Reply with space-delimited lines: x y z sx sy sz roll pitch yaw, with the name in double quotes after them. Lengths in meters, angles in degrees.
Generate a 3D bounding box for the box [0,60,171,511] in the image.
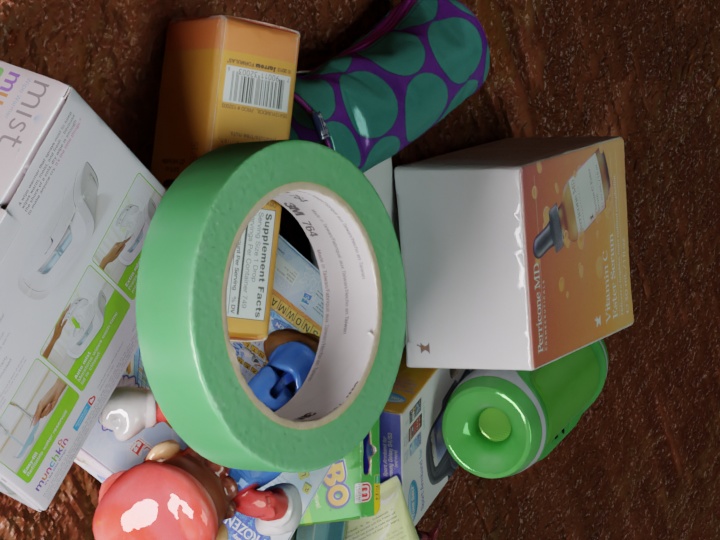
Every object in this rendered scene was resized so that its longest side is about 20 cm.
-0.206 0.008 1.352 0.201 0.096 0.177 -62 147 -14 "box"

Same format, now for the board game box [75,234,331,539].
-0.092 0.075 1.547 0.200 0.041 0.200 43 69 -31 "board game box"

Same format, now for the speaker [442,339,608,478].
0.133 0.097 1.847 0.200 0.088 0.089 -34 134 -62 "speaker"

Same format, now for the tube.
0.037 0.258 1.752 0.058 0.052 0.201 -35 102 -46 "tube"

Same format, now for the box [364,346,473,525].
0.048 0.117 1.812 0.200 0.041 0.120 -51 146 -52 "box"

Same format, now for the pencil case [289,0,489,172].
0.003 -0.124 1.609 0.200 0.085 0.093 -36 112 -44 "pencil case"

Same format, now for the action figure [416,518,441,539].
0.020 0.282 1.857 0.148 0.134 0.201 24 58 -24 "action figure"

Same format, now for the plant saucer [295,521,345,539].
-0.027 0.172 1.698 0.070 0.019 0.201 64 28 -55 "plant saucer"

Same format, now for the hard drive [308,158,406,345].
0.000 0.000 1.690 0.132 0.027 0.201 -64 154 -49 "hard drive"

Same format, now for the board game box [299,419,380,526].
-0.071 0.131 1.608 0.199 0.030 0.096 -2 94 -33 "board game box"

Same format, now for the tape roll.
-0.051 0.022 1.421 0.200 0.048 0.202 2 88 -51 "tape roll"

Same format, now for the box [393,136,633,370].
0.120 -0.016 1.771 0.200 0.106 0.153 -20 108 -60 "box"

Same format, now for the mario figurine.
-0.098 0.119 1.488 0.200 0.123 0.106 -36 156 -37 "mario figurine"

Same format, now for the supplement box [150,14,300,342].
-0.090 -0.057 1.472 0.068 0.066 0.201 10 87 -38 "supplement box"

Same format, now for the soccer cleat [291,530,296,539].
-0.075 0.195 1.691 0.081 0.067 0.201 -66 156 -70 "soccer cleat"
